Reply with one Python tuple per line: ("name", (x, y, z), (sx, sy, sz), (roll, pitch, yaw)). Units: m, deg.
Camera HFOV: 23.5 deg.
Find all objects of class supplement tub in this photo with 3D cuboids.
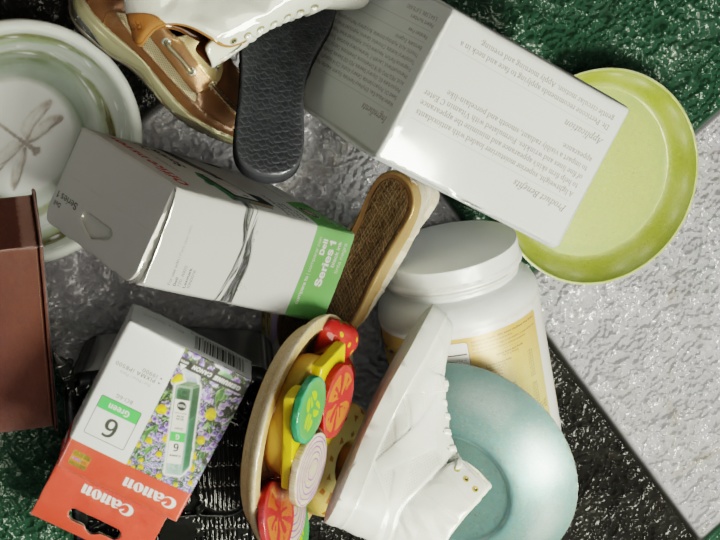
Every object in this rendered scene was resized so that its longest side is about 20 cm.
("supplement tub", (0.094, 0.071, 1.532), (0.143, 0.145, 0.202), (-16, 110, -13))

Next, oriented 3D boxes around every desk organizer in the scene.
("desk organizer", (-0.290, 0.039, 1.398), (0.076, 0.072, 0.201), (-6, 131, -12))

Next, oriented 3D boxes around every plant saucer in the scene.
("plant saucer", (0.084, 0.177, 1.476), (0.199, 0.039, 0.203), (11, 117, 22))
("plant saucer", (-0.278, -0.107, 1.408), (0.198, 0.050, 0.202), (-5, 108, -17))
("plant saucer", (0.213, -0.088, 1.585), (0.198, 0.031, 0.202), (-5, 108, -16))

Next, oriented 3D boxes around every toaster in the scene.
("toaster", (-0.158, 0.143, 1.466), (0.179, 0.119, 0.202), (-2, 107, -3))

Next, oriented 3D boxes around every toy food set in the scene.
("toy food set", (-0.041, 0.136, 1.399), (0.048, 0.198, 0.202), (14, 120, 19))

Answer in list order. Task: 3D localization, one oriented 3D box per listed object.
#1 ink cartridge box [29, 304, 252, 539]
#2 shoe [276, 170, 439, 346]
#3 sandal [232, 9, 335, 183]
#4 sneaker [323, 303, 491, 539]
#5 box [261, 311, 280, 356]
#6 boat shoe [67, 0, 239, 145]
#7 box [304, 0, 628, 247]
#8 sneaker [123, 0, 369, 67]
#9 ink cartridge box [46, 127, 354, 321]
("ink cartridge box", (-0.177, 0.140, 1.376), (0.108, 0.050, 0.201), (26, 103, -10))
("shoe", (0.000, 0.000, 1.469), (0.201, 0.070, 0.053), (-53, 159, 24))
("sandal", (-0.069, -0.165, 1.403), (0.075, 0.043, 0.202), (14, 72, -4))
("sneaker", (0.060, 0.137, 1.412), (0.115, 0.074, 0.201), (25, 73, -3))
("box", (-0.065, 0.046, 1.530), (0.038, 0.041, 0.202), (-2, 108, -17))
("boat shoe", (-0.142, -0.179, 1.405), (0.199, 0.076, 0.074), (37, 120, -24))
("box", (0.074, -0.138, 1.419), (0.198, 0.200, 0.132), (24, 98, -32))
("sneaker", (-0.087, -0.200, 1.359), (0.198, 0.073, 0.086), (0, 92, -10))
("ink cartridge box", (-0.128, -0.035, 1.390), (0.199, 0.146, 0.085), (14, 102, -47))
